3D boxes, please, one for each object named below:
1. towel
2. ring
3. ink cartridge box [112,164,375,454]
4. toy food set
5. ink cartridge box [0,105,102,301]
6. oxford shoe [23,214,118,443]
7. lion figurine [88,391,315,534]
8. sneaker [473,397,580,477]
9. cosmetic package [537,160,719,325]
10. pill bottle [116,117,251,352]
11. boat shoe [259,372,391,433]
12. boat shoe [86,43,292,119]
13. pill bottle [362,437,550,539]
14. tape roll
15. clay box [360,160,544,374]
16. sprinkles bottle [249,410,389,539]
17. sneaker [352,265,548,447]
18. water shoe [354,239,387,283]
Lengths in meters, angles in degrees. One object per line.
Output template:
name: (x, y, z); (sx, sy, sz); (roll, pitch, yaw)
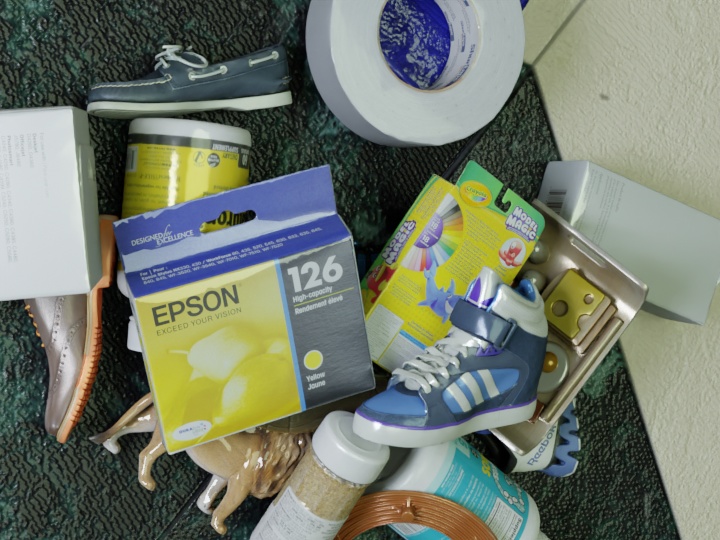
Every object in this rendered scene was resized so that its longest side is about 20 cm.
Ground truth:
towel: (0.086, -0.260, 1.457); (0.147, 0.049, 0.201); (38, 77, -22)
ring: (0.041, 0.291, 1.416); (0.197, 0.019, 0.203); (2, 122, 3)
ink cartridge box: (-0.094, 0.033, 1.273); (0.195, 0.047, 0.202); (-16, 114, -15)
toy food set: (0.161, 0.053, 1.430); (0.143, 0.060, 0.201); (38, 93, 19)
ink cartridge box: (-0.314, -0.051, 1.202); (0.197, 0.147, 0.148); (-5, 95, -5)
oxford shoe: (-0.260, 0.048, 1.313); (0.072, 0.071, 0.203); (9, 82, -7)
lion figurine: (-0.136, 0.155, 1.361); (0.199, 0.072, 0.123); (35, 92, -30)
sneaker: (0.155, 0.116, 1.492); (0.114, 0.080, 0.202); (-7, 97, -26)
cosmetic package: (0.274, -0.028, 1.540); (0.198, 0.081, 0.114); (23, 84, -25)
pill bottle: (-0.158, -0.029, 1.324); (0.110, 0.111, 0.203); (5, 91, -24)
boat shoe: (-0.052, 0.110, 1.375); (0.198, 0.065, 0.074); (15, 93, -25)
boat shoe: (-0.151, -0.170, 1.339); (0.198, 0.075, 0.063); (-8, 98, -25)
pill bottle: (0.098, 0.234, 1.456); (0.200, 0.111, 0.111); (41, 76, -22)
tape roll: (0.052, -0.216, 1.389); (0.198, 0.066, 0.203); (-1, 92, -22)
clay box: (0.074, 0.005, 1.384); (0.114, 0.048, 0.201); (35, 89, -30)
sprinkles bottle: (-0.049, 0.222, 1.357); (0.068, 0.069, 0.201); (21, 115, -24)
sneaker: (0.081, 0.068, 1.331); (0.198, 0.080, 0.149); (-7, 107, -31)
water shoe: (0.000, 0.000, 1.420); (0.199, 0.071, 0.079); (-36, 102, -20)
